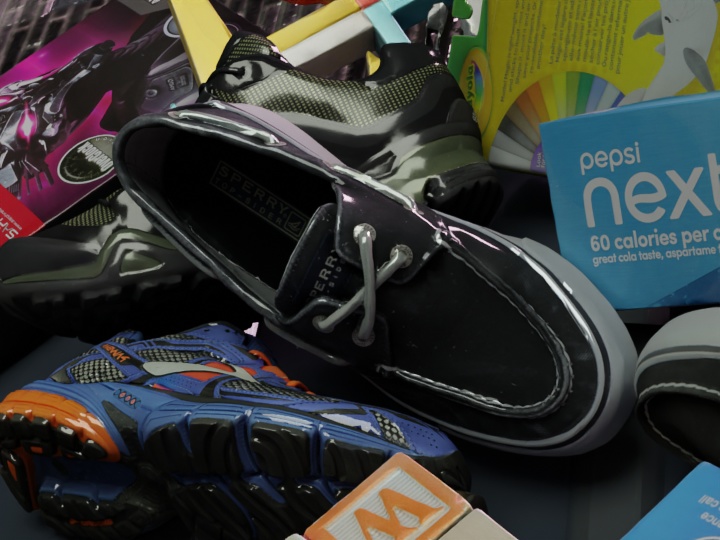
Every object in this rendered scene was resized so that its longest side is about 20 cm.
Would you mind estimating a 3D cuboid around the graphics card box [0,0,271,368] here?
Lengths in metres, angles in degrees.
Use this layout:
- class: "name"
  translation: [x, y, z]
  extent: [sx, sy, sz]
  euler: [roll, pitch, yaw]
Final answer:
- class: "graphics card box"
  translation: [-0.126, -0.042, 1.014]
  extent: [0.199, 0.051, 0.125]
  euler: [-35, 37, -15]

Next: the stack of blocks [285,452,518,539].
- class: "stack of blocks"
  translation: [-0.029, 0.150, 0.503]
  extent: [0.200, 0.116, 0.058]
  euler: [-39, 37, -14]

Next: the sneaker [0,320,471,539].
- class: "sneaker"
  translation: [-0.043, 0.052, 0.823]
  extent: [0.199, 0.076, 0.079]
  euler: [8, 44, 37]

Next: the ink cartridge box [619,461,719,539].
- class: "ink cartridge box"
  translation: [0.078, 0.162, 0.589]
  extent: [0.200, 0.085, 0.144]
  euler: [-40, 37, -18]

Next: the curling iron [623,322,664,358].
- class: "curling iron"
  translation: [0.075, 0.021, 0.826]
  extent: [0.199, 0.026, 0.050]
  euler: [3, 41, 35]

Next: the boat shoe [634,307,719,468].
- class: "boat shoe"
  translation: [0.150, 0.065, 0.688]
  extent: [0.199, 0.069, 0.057]
  euler: [20, 55, 43]

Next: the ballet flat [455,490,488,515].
- class: "ballet flat"
  translation: [-0.010, 0.145, 0.689]
  extent: [0.046, 0.068, 0.201]
  euler: [8, 52, 26]

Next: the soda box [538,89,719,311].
- class: "soda box"
  translation: [0.158, -0.029, 0.751]
  extent: [0.199, 0.068, 0.064]
  euler: [-5, 6, 41]

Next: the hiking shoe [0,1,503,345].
- class: "hiking shoe"
  translation: [-0.048, -0.035, 0.906]
  extent: [0.199, 0.076, 0.101]
  euler: [-15, 67, 6]

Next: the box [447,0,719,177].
- class: "box"
  translation: [0.115, -0.085, 0.866]
  extent: [0.199, 0.118, 0.048]
  euler: [12, 6, 40]

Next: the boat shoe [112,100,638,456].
- class: "boat shoe"
  translation: [0.000, 0.000, 0.794]
  extent: [0.200, 0.068, 0.072]
  euler: [35, 105, 24]

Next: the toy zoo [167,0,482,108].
- class: "toy zoo"
  translation: [0.007, -0.106, 0.973]
  extent: [0.199, 0.020, 0.132]
  euler: [-29, 66, -11]
